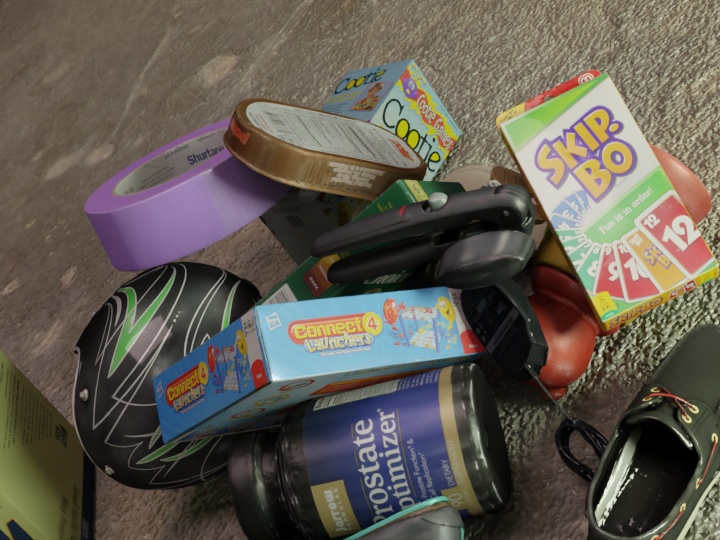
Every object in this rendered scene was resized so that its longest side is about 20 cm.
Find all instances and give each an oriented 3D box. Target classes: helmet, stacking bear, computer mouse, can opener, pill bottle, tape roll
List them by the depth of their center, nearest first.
[{"bbox_3d":[0.139,0.078,1.045,0.034,0.201,0.059,-16,-27,-37],"label":"computer mouse"},{"bbox_3d":[0.006,0.145,1.073,0.197,0.113,0.113,-15,36,14],"label":"pill bottle"},{"bbox_3d":[0.044,-0.026,1.079,0.198,0.064,0.079,-5,28,35],"label":"can opener"},{"bbox_3d":[0.180,0.003,1.126,0.201,0.121,0.113,-55,29,-11],"label":"stacking bear"},{"bbox_3d":[-0.160,0.095,1.276,0.199,0.201,0.191,-35,25,3],"label":"helmet"},{"bbox_3d":[-0.164,-0.078,1.376,0.198,0.066,0.200,-23,18,8],"label":"tape roll"}]

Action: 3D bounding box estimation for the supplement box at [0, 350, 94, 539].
[{"bbox_3d":[-0.360,0.197,1.331,0.133,0.201,0.201,-31,31,10],"label":"supplement box"}]

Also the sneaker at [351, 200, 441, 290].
[{"bbox_3d":[0.055,-0.010,1.280,0.067,0.090,0.200,-44,31,-13],"label":"sneaker"}]

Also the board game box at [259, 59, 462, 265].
[{"bbox_3d":[-0.001,-0.103,1.449,0.104,0.103,0.201,-2,46,47],"label":"board game box"}]

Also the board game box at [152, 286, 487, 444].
[{"bbox_3d":[-0.035,0.075,1.119,0.195,0.198,0.057,-33,67,53],"label":"board game box"}]

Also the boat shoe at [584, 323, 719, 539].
[{"bbox_3d":[0.211,0.114,0.965,0.073,0.063,0.202,18,59,27],"label":"boat shoe"}]

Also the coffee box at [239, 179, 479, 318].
[{"bbox_3d":[0.000,0.000,1.207,0.199,0.044,0.123,-40,-17,22],"label":"coffee box"}]

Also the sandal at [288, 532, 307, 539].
[{"bbox_3d":[-0.043,0.239,1.114,0.075,0.043,0.201,2,39,37],"label":"sandal"}]

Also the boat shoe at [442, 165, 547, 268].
[{"bbox_3d":[0.133,-0.042,1.273,0.072,0.059,0.199,-56,32,-5],"label":"boat shoe"}]

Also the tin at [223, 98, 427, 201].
[{"bbox_3d":[-0.028,-0.108,1.294,0.042,0.198,0.112,-63,37,26],"label":"tin"}]

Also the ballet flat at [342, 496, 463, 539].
[{"bbox_3d":[-0.014,0.222,1.014,0.198,0.073,0.074,-23,34,20],"label":"ballet flat"}]

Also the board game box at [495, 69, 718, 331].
[{"bbox_3d":[0.181,-0.062,1.077,0.094,0.030,0.202,-25,62,1],"label":"board game box"}]

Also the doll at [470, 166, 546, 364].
[{"bbox_3d":[0.089,0.016,1.165,0.137,0.048,0.202,-95,25,-57],"label":"doll"}]
